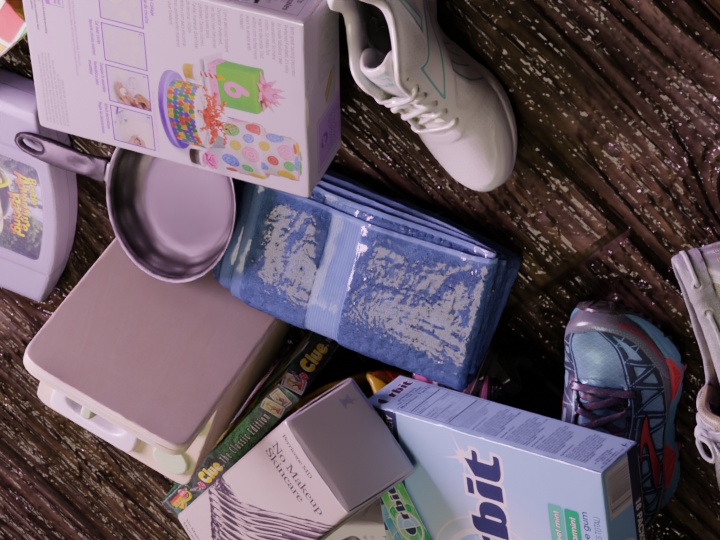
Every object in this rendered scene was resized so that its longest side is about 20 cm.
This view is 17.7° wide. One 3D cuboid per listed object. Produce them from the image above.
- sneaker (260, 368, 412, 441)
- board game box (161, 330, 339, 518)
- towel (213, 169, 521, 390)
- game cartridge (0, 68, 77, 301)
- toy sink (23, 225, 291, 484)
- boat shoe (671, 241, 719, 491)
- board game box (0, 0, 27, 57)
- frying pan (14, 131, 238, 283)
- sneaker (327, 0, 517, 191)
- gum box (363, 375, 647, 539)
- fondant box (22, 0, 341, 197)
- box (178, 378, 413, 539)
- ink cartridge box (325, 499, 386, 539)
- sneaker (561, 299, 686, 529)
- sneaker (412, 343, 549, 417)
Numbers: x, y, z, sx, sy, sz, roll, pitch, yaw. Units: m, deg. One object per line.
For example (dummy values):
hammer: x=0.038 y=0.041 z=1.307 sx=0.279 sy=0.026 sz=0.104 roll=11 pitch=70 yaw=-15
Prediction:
sneaker: x=-0.037 y=0.116 z=1.693 sx=0.077 sy=0.073 sz=0.200 roll=15 pitch=144 yaw=-42
board game box: x=-0.073 y=0.101 z=1.691 sx=0.023 sy=0.105 sz=0.200 roll=38 pitch=137 yaw=-6
towel: x=0.000 y=0.000 z=1.568 sx=0.200 sy=0.049 sz=0.112 roll=22 pitch=110 yaw=13
game cartridge: x=-0.274 y=-0.067 z=1.717 sx=0.133 sy=0.041 sz=0.200 roll=18 pitch=135 yaw=12
toy sink: x=-0.144 y=0.062 z=1.629 sx=0.130 sy=0.200 sz=0.112 roll=29 pitch=137 yaw=5
boat shoe: x=0.234 y=0.067 z=1.476 sx=0.065 sy=0.074 sz=0.202 roll=-10 pitch=126 yaw=-4
board game box: x=-0.323 y=-0.217 z=1.597 sx=0.095 sy=0.030 sz=0.200 roll=-36 pitch=103 yaw=24
frying pan: x=-0.156 y=-0.047 z=1.601 sx=0.190 sy=0.031 sz=0.115 roll=-3 pitch=96 yaw=37
sneaker: x=0.032 y=-0.122 z=1.442 sx=0.070 sy=0.080 sz=0.200 roll=-10 pitch=123 yaw=36
gum box: x=0.101 y=0.173 z=1.556 sx=0.200 sy=0.045 sz=0.170 roll=15 pitch=125 yaw=39
fondant box: x=-0.114 y=-0.140 z=1.481 sx=0.200 sy=0.058 sz=0.144 roll=16 pitch=137 yaw=17
box: x=-0.048 y=0.156 z=1.616 sx=0.082 sy=0.068 sz=0.200 roll=54 pitch=144 yaw=8
ink cartridge box: x=0.003 y=0.220 z=1.764 sx=0.200 sy=0.084 sz=0.146 roll=-5 pitch=124 yaw=35
sneaker: x=0.172 y=0.112 z=1.553 sx=0.079 sy=0.096 sz=0.200 roll=7 pitch=131 yaw=27
sneaker: x=0.098 y=0.134 z=1.634 sx=0.086 sy=0.080 sz=0.200 roll=4 pitch=131 yaw=27
